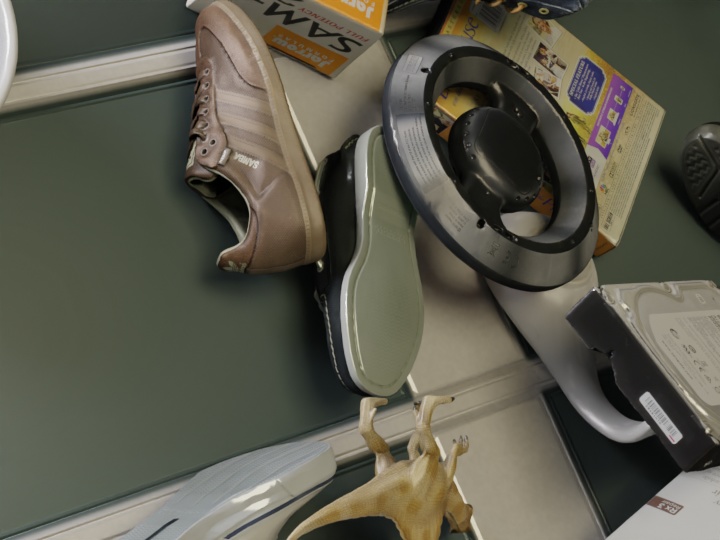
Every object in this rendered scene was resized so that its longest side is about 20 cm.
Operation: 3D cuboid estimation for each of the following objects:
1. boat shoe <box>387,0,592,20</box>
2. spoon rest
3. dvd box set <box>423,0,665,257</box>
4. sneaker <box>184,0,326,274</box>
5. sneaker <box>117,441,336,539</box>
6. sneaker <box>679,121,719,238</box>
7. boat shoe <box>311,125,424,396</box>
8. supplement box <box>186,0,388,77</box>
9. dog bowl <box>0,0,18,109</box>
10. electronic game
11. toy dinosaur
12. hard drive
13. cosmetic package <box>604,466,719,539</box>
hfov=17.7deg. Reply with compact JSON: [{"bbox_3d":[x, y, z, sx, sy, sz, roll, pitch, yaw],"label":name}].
[{"bbox_3d":[0.101,-0.212,1.665,0.091,0.199,0.071,60,16,-19],"label":"boat shoe"},{"bbox_3d":[0.153,0.042,1.653,0.099,0.061,0.201,-13,62,-40],"label":"spoon rest"},{"bbox_3d":[0.130,-0.122,1.725,0.200,0.029,0.147,36,52,-17],"label":"dvd box set"},{"bbox_3d":[-0.086,-0.090,1.531,0.075,0.071,0.201,-14,66,-17],"label":"sneaker"},{"bbox_3d":[-0.085,0.168,1.413,0.200,0.073,0.071,-30,113,-42],"label":"sneaker"},{"bbox_3d":[0.331,-0.063,1.814,0.199,0.076,0.115,39,49,-17],"label":"sneaker"},{"bbox_3d":[0.000,0.000,1.553,0.075,0.060,0.201,33,49,-35],"label":"boat shoe"},{"bbox_3d":[-0.039,-0.255,1.642,0.126,0.073,0.201,23,57,-24],"label":"supplement box"},{"bbox_3d":[-0.312,-0.140,1.386,0.199,0.079,0.201,16,60,-29],"label":"dog bowl"},{"bbox_3d":[0.094,-0.077,1.625,0.199,0.042,0.201,26,48,-32],"label":"electronic game"},{"bbox_3d":[0.030,0.131,1.460,0.200,0.058,0.102,8,78,-56],"label":"toy dinosaur"},{"bbox_3d":[0.238,0.069,1.614,0.140,0.038,0.200,54,26,21],"label":"hard drive"},{"bbox_3d":[0.231,0.205,1.579,0.200,0.101,0.074,-33,132,-43],"label":"cosmetic package"}]
